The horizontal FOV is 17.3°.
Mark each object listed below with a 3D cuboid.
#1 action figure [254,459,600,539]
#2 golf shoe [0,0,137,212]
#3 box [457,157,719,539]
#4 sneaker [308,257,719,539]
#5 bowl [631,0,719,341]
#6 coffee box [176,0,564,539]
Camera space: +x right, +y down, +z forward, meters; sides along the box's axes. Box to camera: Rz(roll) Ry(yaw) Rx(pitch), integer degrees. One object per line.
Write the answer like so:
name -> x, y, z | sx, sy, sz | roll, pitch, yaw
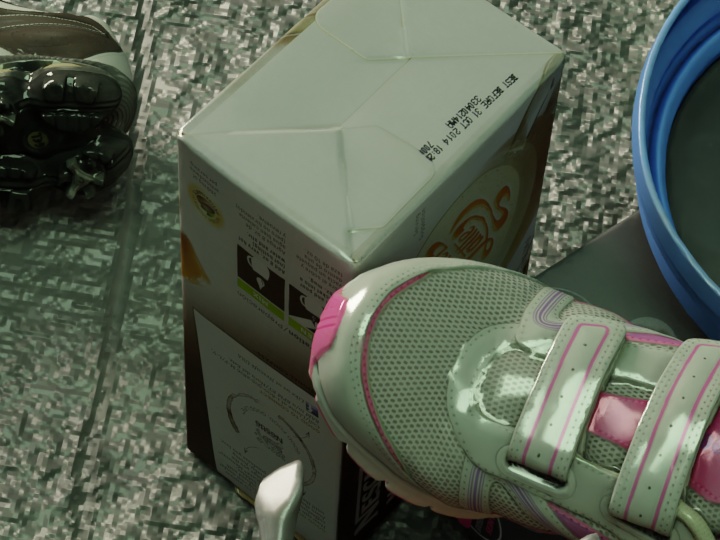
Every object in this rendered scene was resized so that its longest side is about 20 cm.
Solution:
action figure -> 0.022, 0.143, 0.757 | 0.200, 0.194, 0.105 | -2, 50, 25
golf shoe -> -0.190, -0.072, 0.955 | 0.200, 0.078, 0.095 | 3, 38, -4
box -> 0.136, 0.036, 0.865 | 0.200, 0.122, 0.106 | -32, 66, -23
sneaker -> 0.082, 0.048, 0.714 | 0.200, 0.088, 0.082 | 21, 77, -14
bowl -> 0.190, -0.031, 0.817 | 0.200, 0.039, 0.201 | 3, 58, -4
coffee box -> 0.000, 0.000, 0.833 | 0.080, 0.200, 0.114 | 35, 60, 20
